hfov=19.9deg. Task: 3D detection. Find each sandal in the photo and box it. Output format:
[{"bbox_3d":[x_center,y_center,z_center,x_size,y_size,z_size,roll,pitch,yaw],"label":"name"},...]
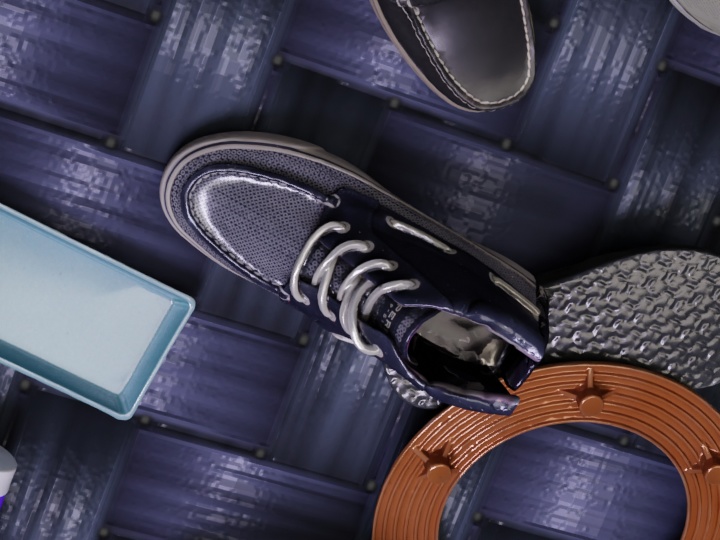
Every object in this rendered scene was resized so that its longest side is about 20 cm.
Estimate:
[{"bbox_3d":[0.109,0.023,1.034,0.200,0.048,0.075,-5,110,0],"label":"sandal"}]

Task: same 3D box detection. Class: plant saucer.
[{"bbox_3d":[-0.179,-0.001,0.959,0.200,0.019,0.070,27,99,-22],"label":"plant saucer"}]

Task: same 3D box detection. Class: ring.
[{"bbox_3d":[0.105,0.134,1.052,0.200,0.019,0.201,-3,121,-5],"label":"ring"}]

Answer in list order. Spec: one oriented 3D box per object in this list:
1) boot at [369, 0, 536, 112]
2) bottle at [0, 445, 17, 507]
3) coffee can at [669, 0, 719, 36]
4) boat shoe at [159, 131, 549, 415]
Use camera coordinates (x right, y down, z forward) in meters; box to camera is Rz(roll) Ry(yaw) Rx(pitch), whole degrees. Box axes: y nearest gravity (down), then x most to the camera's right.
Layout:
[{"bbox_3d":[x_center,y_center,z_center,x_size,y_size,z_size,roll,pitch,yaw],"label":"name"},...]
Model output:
[{"bbox_3d":[0.046,-0.148,0.899,0.073,0.151,0.200,-20,111,-8],"label":"boot"},{"bbox_3d":[-0.223,0.171,0.976,0.083,0.065,0.200,20,101,-21],"label":"bottle"},{"bbox_3d":[0.227,-0.153,0.920,0.146,0.200,0.147,-5,109,-14],"label":"coffee can"},{"bbox_3d":[0.000,0.000,0.950,0.200,0.093,0.075,22,106,-8],"label":"boat shoe"}]
